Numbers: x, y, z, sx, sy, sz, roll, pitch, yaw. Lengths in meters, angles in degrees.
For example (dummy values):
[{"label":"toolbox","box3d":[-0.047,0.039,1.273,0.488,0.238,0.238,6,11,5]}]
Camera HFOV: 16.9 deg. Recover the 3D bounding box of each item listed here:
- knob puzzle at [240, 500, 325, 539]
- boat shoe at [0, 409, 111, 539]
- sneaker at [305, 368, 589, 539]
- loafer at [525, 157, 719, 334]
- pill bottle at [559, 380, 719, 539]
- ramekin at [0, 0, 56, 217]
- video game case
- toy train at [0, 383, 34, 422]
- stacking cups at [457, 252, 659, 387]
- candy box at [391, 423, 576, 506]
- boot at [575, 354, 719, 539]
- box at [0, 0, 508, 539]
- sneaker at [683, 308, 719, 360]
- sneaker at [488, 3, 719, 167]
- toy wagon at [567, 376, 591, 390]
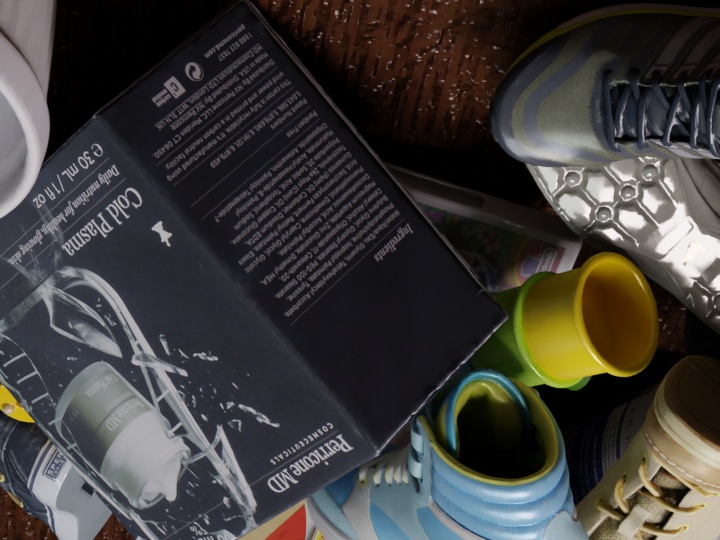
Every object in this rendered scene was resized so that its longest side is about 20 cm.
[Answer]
[{"label":"knob puzzle","box3d":[0.005,0.197,1.354,0.219,0.030,0.220,11,121,18]},{"label":"boat shoe","box3d":[-0.198,0.113,1.504,0.091,0.071,0.200,32,166,10]},{"label":"sneaker","box3d":[0.037,0.091,1.180,0.200,0.080,0.131,22,135,44]},{"label":"loafer","box3d":[0.142,-0.035,1.173,0.070,0.070,0.200,-41,114,14]},{"label":"pill bottle","box3d":[0.144,0.140,1.431,0.111,0.111,0.200,26,145,-30]},{"label":"ramekin","box3d":[-0.228,-0.110,1.067,0.200,0.105,0.200,7,149,4]},{"label":"video game case","box3d":[0.000,0.000,1.246,0.200,0.018,0.143,18,136,-1]},{"label":"toy train","box3d":[-0.193,0.026,1.361,0.200,0.056,0.150,9,141,-3]},{"label":"stacking cups","box3d":[0.057,0.040,1.203,0.060,0.061,0.200,28,151,-33]},{"label":"candy box","box3d":[0.040,0.154,1.384,0.136,0.061,0.200,48,147,-12]},{"label":"boot","box3d":[0.144,0.115,1.192,0.155,0.073,0.200,-47,169,15]},{"label":"box","box3d":[-0.074,0.013,1.157,0.197,0.124,0.200,49,139,-4]},{"label":"sneaker","box3d":[0.220,0.042,1.310,0.066,0.078,0.200,6,134,24]},{"label":"sneaker","box3d":[0.152,-0.079,1.063,0.200,0.081,0.074,-9,108,16]},{"label":"toy wagon","box3d":[0.029,0.044,1.360,0.155,0.040,0.200,22,147,-26]}]
